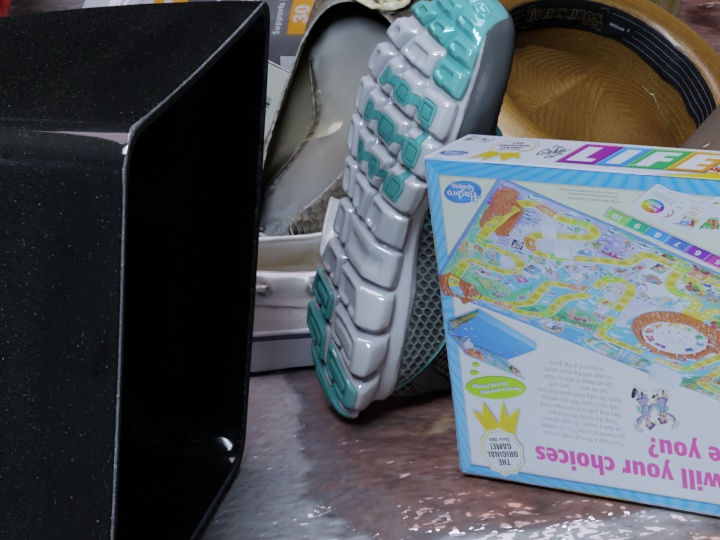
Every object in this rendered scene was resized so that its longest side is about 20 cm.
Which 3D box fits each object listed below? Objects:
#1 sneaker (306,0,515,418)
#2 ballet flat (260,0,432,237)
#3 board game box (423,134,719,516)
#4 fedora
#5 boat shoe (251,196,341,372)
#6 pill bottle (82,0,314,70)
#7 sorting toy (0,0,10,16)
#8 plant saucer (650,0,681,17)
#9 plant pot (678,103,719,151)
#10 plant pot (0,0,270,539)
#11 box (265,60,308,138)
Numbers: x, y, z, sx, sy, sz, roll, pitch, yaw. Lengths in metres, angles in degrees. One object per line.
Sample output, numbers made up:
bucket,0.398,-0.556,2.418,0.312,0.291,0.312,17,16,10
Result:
sneaker,0.040,-0.028,1.048,0.091,0.200,0.078,-1,37,-24
ballet flat,-0.017,-0.077,1.227,0.067,0.200,0.046,23,-11,13
board game box,0.121,0.023,0.932,0.200,0.135,0.034,7,22,36
fedora,0.108,-0.071,1.256,0.200,0.082,0.201,17,40,-15
boat shoe,0.000,0.000,1.151,0.200,0.070,0.071,-6,18,5
pill bottle,-0.066,-0.135,1.516,0.200,0.117,0.116,4,21,30
sorting toy,-0.174,-0.059,1.102,0.069,0.200,0.199,-20,24,5
plant saucer,0.076,-0.134,1.357,0.200,0.200,0.035,-11,56,-13
plant pot,0.227,-0.037,1.044,0.174,0.200,0.200,-32,24,-13
plant pot,-0.145,0.006,0.924,0.177,0.200,0.200,8,21,9
box,-0.113,-0.074,1.324,0.068,0.082,0.200,24,-9,-29
